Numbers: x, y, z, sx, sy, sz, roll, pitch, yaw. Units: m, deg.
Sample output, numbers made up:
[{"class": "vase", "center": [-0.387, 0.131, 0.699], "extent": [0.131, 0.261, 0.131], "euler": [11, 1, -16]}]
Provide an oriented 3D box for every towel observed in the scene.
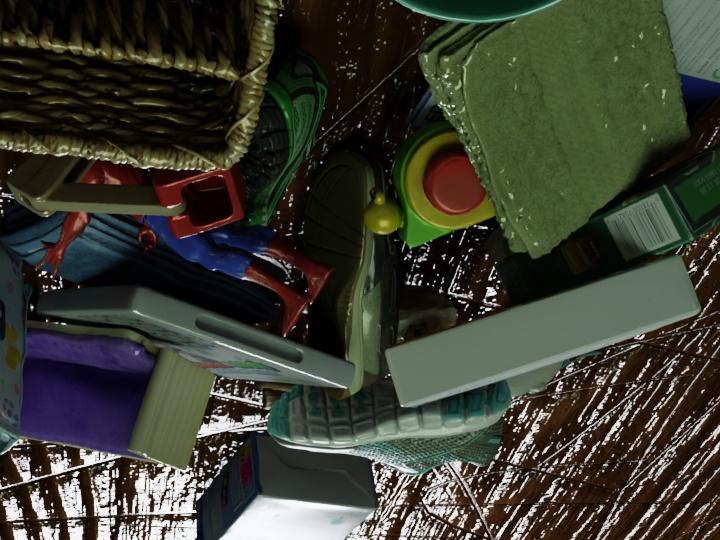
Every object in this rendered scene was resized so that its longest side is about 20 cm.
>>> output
[{"class": "towel", "center": [0.122, -0.105, 0.699], "extent": [0.148, 0.036, 0.200], "euler": [-36, 135, -2]}, {"class": "towel", "center": [-0.160, -0.004, 0.877], "extent": [0.200, 0.049, 0.112], "euler": [25, 150, -39]}]

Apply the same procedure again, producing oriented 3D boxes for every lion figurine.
[{"class": "lion figurine", "center": [-0.009, 0.065, 1.018], "extent": [0.122, 0.073, 0.200], "euler": [0, 159, -27]}]

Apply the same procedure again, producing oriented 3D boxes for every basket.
[{"class": "basket", "center": [-0.141, -0.155, 0.602], "extent": [0.200, 0.149, 0.143], "euler": [7, 142, -19]}]

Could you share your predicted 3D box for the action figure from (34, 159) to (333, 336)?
[{"class": "action figure", "center": [-0.128, -0.014, 0.764], "extent": [0.200, 0.065, 0.099], "euler": [34, 124, 3]}]

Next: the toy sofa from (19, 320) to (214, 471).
[{"class": "toy sofa", "center": [-0.223, 0.094, 0.920], "extent": [0.200, 0.083, 0.098], "euler": [4, 159, 34]}]

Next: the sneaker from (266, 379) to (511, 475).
[{"class": "sneaker", "center": [0.024, 0.134, 0.963], "extent": [0.200, 0.078, 0.091], "euler": [-3, 130, 8]}]

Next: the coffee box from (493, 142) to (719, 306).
[{"class": "coffee box", "center": [0.193, -0.035, 0.826], "extent": [0.123, 0.044, 0.200], "euler": [-29, 179, -29]}]

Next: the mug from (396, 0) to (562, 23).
[{"class": "mug", "center": [0.066, -0.226, 0.567], "extent": [0.152, 0.114, 0.185], "euler": [20, 131, -25]}]

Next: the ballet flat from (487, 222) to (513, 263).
[{"class": "ballet flat", "center": [0.177, 0.020, 0.981], "extent": [0.069, 0.069, 0.200], "euler": [-32, 138, 30]}]

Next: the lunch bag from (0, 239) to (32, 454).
[{"class": "lunch bag", "center": [-0.326, 0.031, 0.807], "extent": [0.200, 0.170, 0.127], "euler": [19, 134, -28]}]

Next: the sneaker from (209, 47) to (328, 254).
[{"class": "sneaker", "center": [-0.067, -0.074, 0.791], "extent": [0.078, 0.085, 0.200], "euler": [45, 151, 1]}]

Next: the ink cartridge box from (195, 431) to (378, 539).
[{"class": "ink cartridge box", "center": [-0.089, 0.254, 1.245], "extent": [0.136, 0.076, 0.200], "euler": [12, 139, -25]}]

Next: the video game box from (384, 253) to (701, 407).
[{"class": "video game box", "center": [0.120, 0.047, 0.827], "extent": [0.200, 0.047, 0.182], "euler": [-18, 170, 1]}]

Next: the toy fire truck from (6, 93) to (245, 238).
[{"class": "toy fire truck", "center": [-0.173, -0.079, 0.705], "extent": [0.200, 0.141, 0.049], "euler": [-9, 144, 2]}]

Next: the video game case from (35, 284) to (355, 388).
[{"class": "video game case", "center": [-0.130, 0.051, 0.896], "extent": [0.182, 0.024, 0.200], "euler": [22, 166, -30]}]

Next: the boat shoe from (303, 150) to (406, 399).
[{"class": "boat shoe", "center": [0.001, 0.001, 0.890], "extent": [0.066, 0.072, 0.201], "euler": [-16, 121, -35]}]

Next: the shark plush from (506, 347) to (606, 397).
[{"class": "shark plush", "center": [0.129, 0.069, 1.051], "extent": [0.200, 0.091, 0.083], "euler": [-19, -167, -20]}]

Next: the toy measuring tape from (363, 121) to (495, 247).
[{"class": "toy measuring tape", "center": [0.092, -0.078, 0.776], "extent": [0.200, 0.074, 0.074], "euler": [-23, 144, -3]}]

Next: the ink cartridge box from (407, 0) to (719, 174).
[{"class": "ink cartridge box", "center": [0.157, -0.152, 0.757], "extent": [0.200, 0.047, 0.198], "euler": [10, 143, -20]}]
